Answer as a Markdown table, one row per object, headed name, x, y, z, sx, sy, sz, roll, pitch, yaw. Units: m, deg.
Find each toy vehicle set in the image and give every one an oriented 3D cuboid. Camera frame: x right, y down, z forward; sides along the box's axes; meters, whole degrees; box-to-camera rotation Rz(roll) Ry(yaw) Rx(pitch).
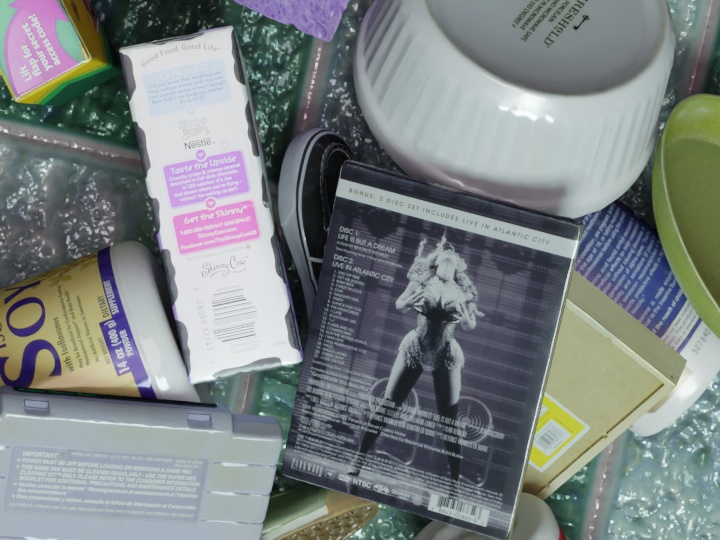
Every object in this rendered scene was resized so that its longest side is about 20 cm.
| name | x | y | z | sx | sy | sz | roll | pitch | yaw |
| --- | --- | --- | --- | --- | --- | --- | --- | --- | --- |
| toy vehicle set | 0.095 | 0.078 | 1.198 | 0.124 | 0.027 | 0.200 | 39 | 132 | -4 |

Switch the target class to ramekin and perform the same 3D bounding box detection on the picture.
| name | x | y | z | sx | sy | sz | roll | pitch | yaw |
| --- | --- | --- | --- | --- | --- | --- | --- | --- | --- |
| ramekin | 0.099 | -0.138 | 1.164 | 0.201 | 0.094 | 0.204 | 6 | 55 | -9 |

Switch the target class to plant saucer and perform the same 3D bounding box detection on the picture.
| name | x | y | z | sx | sy | sz | roll | pitch | yaw |
| --- | --- | --- | --- | --- | --- | --- | --- | --- | --- |
| plant saucer | 0.245 | -0.016 | 1.200 | 0.031 | 0.200 | 0.201 | -33 | 95 | 38 |

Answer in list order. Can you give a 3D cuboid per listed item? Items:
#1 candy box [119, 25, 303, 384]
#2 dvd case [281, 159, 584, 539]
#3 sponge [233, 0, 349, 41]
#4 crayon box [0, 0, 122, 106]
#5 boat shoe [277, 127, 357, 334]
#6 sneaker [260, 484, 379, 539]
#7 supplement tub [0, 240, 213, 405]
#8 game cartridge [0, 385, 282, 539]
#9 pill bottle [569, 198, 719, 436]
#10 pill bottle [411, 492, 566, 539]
| name | x | y | z | sx | sy | sz | roll | pitch | yaw |
| --- | --- | --- | --- | --- | --- | --- | --- | --- | --- |
| candy box | -0.089 | -0.042 | 1.175 | 0.071 | 0.168 | 0.202 | -12 | 94 | -1 |
| dvd case | 0.040 | 0.048 | 1.138 | 0.148 | 0.016 | 0.202 | 15 | 107 | 12 |
| sponge | -0.089 | -0.226 | 1.200 | 0.199 | 0.112 | 0.030 | 23 | 49 | -4 |
| crayon box | -0.221 | -0.202 | 1.159 | 0.058 | 0.173 | 0.201 | -28 | 94 | 0 |
| boat shoe | -0.002 | 0.000 | 1.203 | 0.073 | 0.068 | 0.201 | 11 | 67 | -40 |
| sneaker | -0.094 | 0.162 | 1.236 | 0.199 | 0.067 | 0.090 | -25 | 65 | -16 |
| supplement tub | -0.202 | 0.080 | 1.189 | 0.199 | 0.145 | 0.146 | -21 | 94 | -1 |
| game cartridge | -0.153 | 0.133 | 1.127 | 0.198 | 0.038 | 0.131 | 6 | 113 | -16 |
| pill bottle | 0.138 | 0.004 | 1.215 | 0.200 | 0.111 | 0.111 | 38 | 91 | -4 |
| pill bottle | 0.110 | 0.252 | 1.220 | 0.110 | 0.111 | 0.201 | -27 | 109 | 0 |
